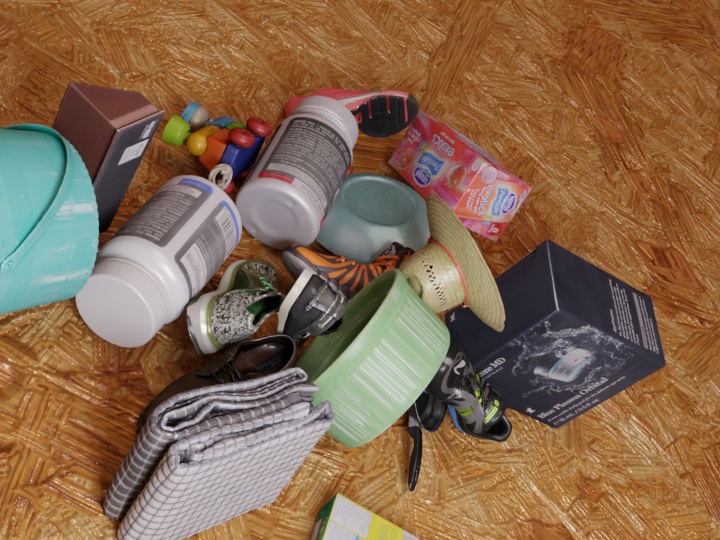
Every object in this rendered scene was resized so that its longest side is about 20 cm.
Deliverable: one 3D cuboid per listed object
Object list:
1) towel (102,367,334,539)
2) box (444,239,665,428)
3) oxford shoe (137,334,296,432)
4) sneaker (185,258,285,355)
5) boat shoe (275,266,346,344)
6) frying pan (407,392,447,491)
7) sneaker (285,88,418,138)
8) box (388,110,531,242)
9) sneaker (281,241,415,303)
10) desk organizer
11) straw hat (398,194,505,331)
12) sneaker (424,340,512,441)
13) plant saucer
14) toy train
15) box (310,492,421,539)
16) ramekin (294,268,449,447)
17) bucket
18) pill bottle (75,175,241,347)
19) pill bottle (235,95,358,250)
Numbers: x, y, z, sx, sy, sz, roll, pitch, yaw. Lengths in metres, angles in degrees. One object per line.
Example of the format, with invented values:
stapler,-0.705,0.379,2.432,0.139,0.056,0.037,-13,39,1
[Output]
towel,-0.140,0.178,1.028,0.200,0.166,0.086,-13,58,-43
box,0.248,0.089,1.356,0.200,0.197,0.118,26,44,-28
oxford shoe,-0.151,0.119,1.123,0.200,0.084,0.073,-32,73,-35
sneaker,-0.120,0.040,1.190,0.200,0.088,0.077,-54,137,-63
boat shoe,-0.055,0.056,1.188,0.067,0.200,0.072,28,73,0
frying pan,0.079,0.178,1.282,0.115,0.031,0.191,31,61,-59
sneaker,-0.016,-0.242,1.523,0.199,0.074,0.087,-9,45,-11
box,0.139,-0.137,1.501,0.102,0.095,0.200,22,17,-35
sneaker,0.000,0.000,1.325,0.200,0.078,0.112,35,76,-21
desk organizer,-0.296,-0.120,1.144,0.077,0.200,0.072,44,41,8
straw hat,0.090,0.009,1.253,0.085,0.201,0.201,-28,70,-7
sneaker,0.133,0.147,1.257,0.071,0.083,0.200,-57,140,-18
plant saucer,0.022,-0.081,1.427,0.200,0.039,0.201,10,41,-9
toy train,-0.198,-0.156,1.312,0.115,0.085,0.200,28,22,3
box,0.036,0.335,1.111,0.200,0.048,0.117,30,41,-8
ramekin,0.009,0.104,1.185,0.098,0.200,0.200,42,40,-9
bucket,-0.364,-0.050,1.039,0.135,0.207,0.207,-10,61,-46
pill bottle,-0.223,-0.011,1.168,0.114,0.114,0.200,37,41,-4
pill bottle,-0.076,-0.132,1.370,0.114,0.114,0.200,32,48,-9
